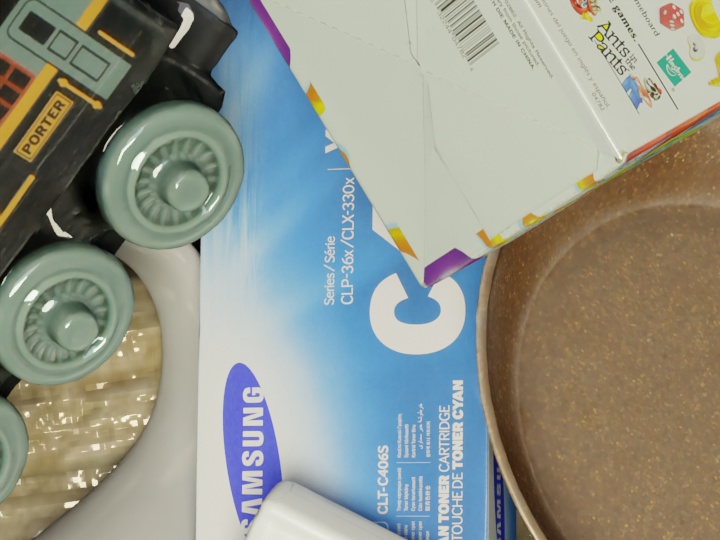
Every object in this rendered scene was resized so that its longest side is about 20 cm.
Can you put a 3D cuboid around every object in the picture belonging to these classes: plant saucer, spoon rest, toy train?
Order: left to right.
[{"bbox_3d":[-0.121,-0.014,0.753,0.114,0.085,0.200,34,96,-40],"label":"toy train"},{"bbox_3d":[-0.082,0.083,0.816,0.061,0.099,0.201,17,85,-43],"label":"spoon rest"},{"bbox_3d":[0.119,0.043,0.796,0.200,0.037,0.201,10,64,-21],"label":"plant saucer"}]

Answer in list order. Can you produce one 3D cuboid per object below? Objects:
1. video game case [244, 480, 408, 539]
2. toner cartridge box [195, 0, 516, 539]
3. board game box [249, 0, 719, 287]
[{"bbox_3d":[0.030,0.183,0.783,0.200,0.024,0.182,26,115,7],"label":"video game case"},{"bbox_3d":[0.000,0.000,0.810,0.095,0.043,0.201,-2,83,16],"label":"toner cartridge box"},{"bbox_3d":[0.086,-0.093,0.752,0.200,0.103,0.105,-29,87,-36],"label":"board game box"}]
